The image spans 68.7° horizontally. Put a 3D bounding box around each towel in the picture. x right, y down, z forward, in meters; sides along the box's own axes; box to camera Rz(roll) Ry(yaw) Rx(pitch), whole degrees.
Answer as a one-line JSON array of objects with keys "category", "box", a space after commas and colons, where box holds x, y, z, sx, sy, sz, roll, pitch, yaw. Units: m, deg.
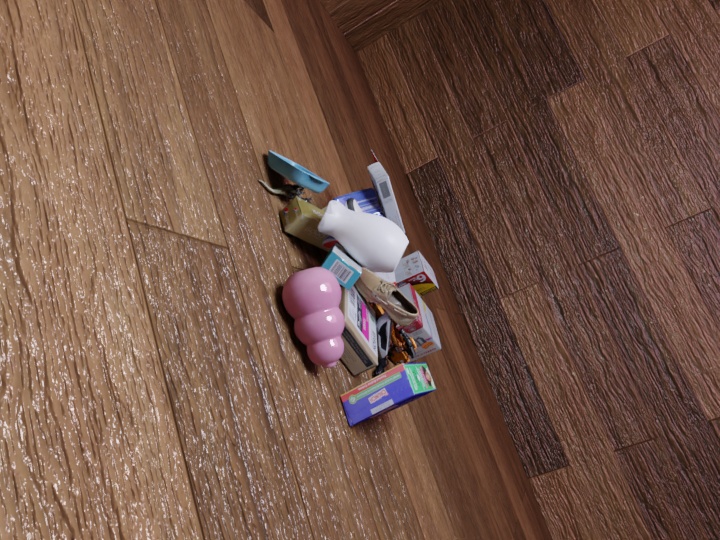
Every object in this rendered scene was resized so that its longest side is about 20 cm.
[{"category": "towel", "box": [0.017, -0.120, 1.430, 0.143, 0.024, 0.203, -19, 84, -34]}]

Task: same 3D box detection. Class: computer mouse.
[{"category": "computer mouse", "box": [0.056, 0.192, 1.406, 0.110, 0.043, 0.203, -62, 158, -64]}]

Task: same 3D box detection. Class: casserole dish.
[{"category": "casserole dish", "box": [-0.161, -0.243, 1.313, 0.120, 0.039, 0.199, 19, 14, -46]}]

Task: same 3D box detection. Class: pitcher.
[{"category": "pitcher", "box": [0.012, -0.082, 1.243, 0.198, 0.123, 0.172, 29, 11, 5]}]

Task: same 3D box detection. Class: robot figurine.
[{"category": "robot figurine", "box": [0.084, 0.173, 1.480, 0.058, 0.145, 0.201, -35, 90, -35]}]

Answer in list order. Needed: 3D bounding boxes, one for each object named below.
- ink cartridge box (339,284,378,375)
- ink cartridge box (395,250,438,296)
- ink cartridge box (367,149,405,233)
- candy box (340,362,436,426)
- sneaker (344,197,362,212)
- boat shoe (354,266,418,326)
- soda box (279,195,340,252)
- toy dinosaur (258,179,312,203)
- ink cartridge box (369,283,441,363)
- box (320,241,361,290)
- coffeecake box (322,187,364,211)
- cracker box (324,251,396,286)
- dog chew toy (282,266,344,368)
[{"category": "ink cartridge box", "box": [-0.027, 0.126, 1.302, 0.166, 0.074, 0.201, 54, 19, -31]}, {"category": "ink cartridge box", "box": [0.143, 0.048, 1.716, 0.175, 0.198, 0.085, 43, 28, -50]}, {"category": "ink cartridge box", "box": [0.063, -0.221, 1.512, 0.175, 0.043, 0.202, -114, -178, -50]}, {"category": "candy box", "box": [0.068, 0.280, 1.215, 0.078, 0.167, 0.200, 65, 16, 16]}, {"category": "sneaker", "box": [0.025, -0.102, 1.362, 0.202, 0.079, 0.074, 62, 17, -3]}, {"category": "boat shoe", "box": [0.065, 0.054, 1.335, 0.199, 0.065, 0.071, 40, 53, 1]}, {"category": "soda box", "box": [-0.103, -0.106, 1.308, 0.199, 0.068, 0.065, 25, 34, -46]}, {"category": "toy dinosaur", "box": [-0.172, -0.196, 1.317, 0.087, 0.048, 0.200, 23, 12, 17]}, {"category": "ink cartridge box", "box": [0.141, 0.170, 1.639, 0.200, 0.144, 0.146, 47, 24, -45]}, {"category": "box", "box": [-0.042, -0.014, 1.218, 0.082, 0.049, 0.200, 37, 6, -5]}, {"category": "coffeecake box", "box": [-0.010, -0.141, 1.585, 0.200, 0.152, 0.074, 39, 29, -55]}, {"category": "cracker box", "box": [0.000, 0.000, 1.431, 0.198, 0.058, 0.135, 22, 36, -22]}, {"category": "dog chew toy", "box": [-0.088, 0.099, 1.084, 0.124, 0.123, 0.203, 1, 74, -72]}]
